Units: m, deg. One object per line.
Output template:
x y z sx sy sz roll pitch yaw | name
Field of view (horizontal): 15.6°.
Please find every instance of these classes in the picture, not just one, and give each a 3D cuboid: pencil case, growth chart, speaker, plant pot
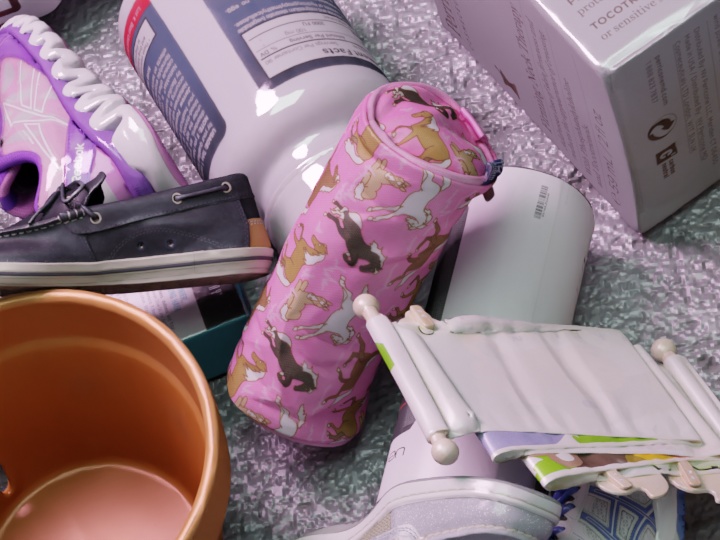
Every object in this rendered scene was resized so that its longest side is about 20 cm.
0.000 0.000 1.381 0.086 0.200 0.083 25 29 -8 | pencil case
0.105 0.067 1.312 0.200 0.018 0.145 8 34 -23 | growth chart
0.068 0.049 1.400 0.081 0.081 0.200 7 62 17 | speaker
-0.154 0.129 1.368 0.200 0.140 0.200 -6 60 10 | plant pot

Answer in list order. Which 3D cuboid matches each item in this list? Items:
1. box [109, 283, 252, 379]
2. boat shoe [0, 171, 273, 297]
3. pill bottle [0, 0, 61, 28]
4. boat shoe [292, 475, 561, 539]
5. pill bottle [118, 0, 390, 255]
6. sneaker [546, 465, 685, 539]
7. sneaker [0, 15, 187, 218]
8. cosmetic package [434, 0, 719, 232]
-0.160 0.042 1.474 0.200 0.049 0.082 -22 57 0 | box
-0.146 -0.019 1.389 0.200 0.075 0.062 -5 86 -7 | boat shoe
-0.251 -0.193 1.598 0.200 0.113 0.113 -19 58 1 | pill bottle
0.024 0.152 1.309 0.202 0.074 0.065 -25 53 43 | boat shoe
-0.045 -0.091 1.485 0.119 0.120 0.200 -29 58 -5 | pill bottle
0.113 0.141 1.319 0.088 0.075 0.200 9 53 -24 | sneaker
-0.180 -0.075 1.500 0.088 0.081 0.200 -39 40 -8 | sneaker
0.151 -0.167 1.457 0.166 0.167 0.200 -35 58 -8 | cosmetic package
